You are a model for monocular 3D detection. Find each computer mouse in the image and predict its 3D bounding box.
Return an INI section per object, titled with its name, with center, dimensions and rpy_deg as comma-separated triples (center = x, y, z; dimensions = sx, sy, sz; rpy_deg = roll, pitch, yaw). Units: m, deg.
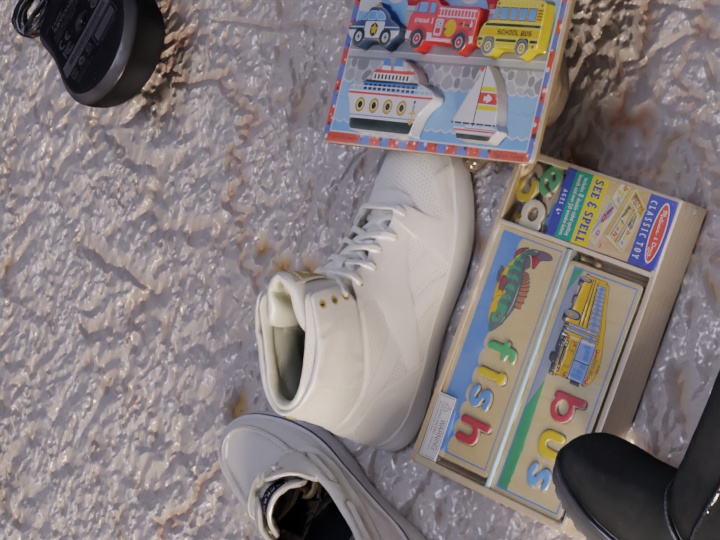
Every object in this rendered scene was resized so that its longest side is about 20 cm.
[computer mouse]
center = -0.180, -0.182, 1.788
dimensions = 0.139, 0.053, 0.200
rpy_deg = -55, 35, 20

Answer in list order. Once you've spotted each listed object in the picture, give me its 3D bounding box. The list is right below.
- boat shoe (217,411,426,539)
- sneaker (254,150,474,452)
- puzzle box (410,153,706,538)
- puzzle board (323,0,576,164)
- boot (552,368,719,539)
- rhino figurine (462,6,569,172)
[boat shoe]
center = -0.036, 0.145, 1.535
dimensions = 0.200, 0.065, 0.072
rpy_deg = 43, 109, 42
[sneaker]
center = 0.000, 0.000, 1.509
dimensions = 0.073, 0.115, 0.201
rpy_deg = 1, 77, 46
[puzzle box]
center = 0.112, 0.040, 1.451
dimensions = 0.133, 0.025, 0.201
rpy_deg = 21, 93, 45
[puzzle board]
center = 0.053, -0.144, 1.487
dimensions = 0.199, 0.017, 0.152
rpy_deg = 10, 84, 53
[boot]
center = 0.182, 0.076, 1.292
dimensions = 0.165, 0.065, 0.201
rpy_deg = 47, 136, 37
[rhino figurine]
center = 0.087, -0.166, 1.514
dimensions = 0.087, 0.060, 0.201
rpy_deg = -19, 64, 43
